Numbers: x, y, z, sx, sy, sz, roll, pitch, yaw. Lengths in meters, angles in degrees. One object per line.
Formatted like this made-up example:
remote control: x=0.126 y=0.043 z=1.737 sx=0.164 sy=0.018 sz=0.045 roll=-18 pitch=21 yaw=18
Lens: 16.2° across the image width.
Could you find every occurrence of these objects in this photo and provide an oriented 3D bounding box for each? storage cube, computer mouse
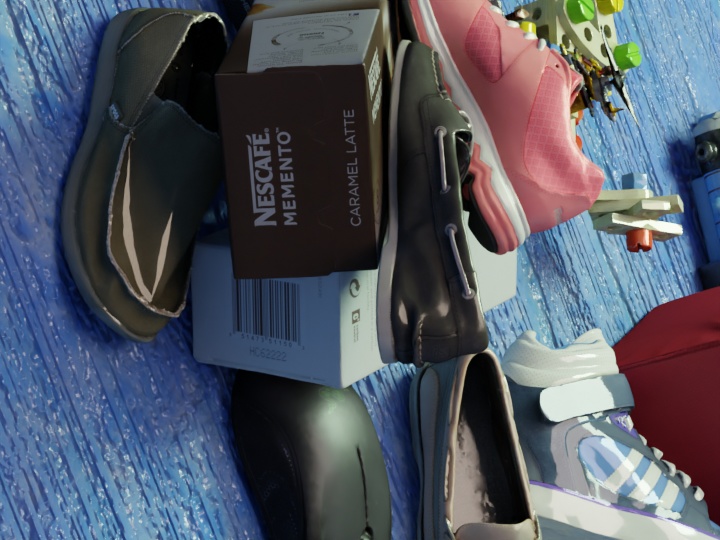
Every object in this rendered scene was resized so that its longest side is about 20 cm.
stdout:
storage cube: x=0.268 y=0.106 z=1.706 sx=0.171 sy=0.179 sz=0.201 roll=-32 pitch=102 yaw=-54
computer mouse: x=-0.009 y=0.131 z=1.422 sx=0.138 sy=0.052 sz=0.201 roll=-27 pitch=98 yaw=-54

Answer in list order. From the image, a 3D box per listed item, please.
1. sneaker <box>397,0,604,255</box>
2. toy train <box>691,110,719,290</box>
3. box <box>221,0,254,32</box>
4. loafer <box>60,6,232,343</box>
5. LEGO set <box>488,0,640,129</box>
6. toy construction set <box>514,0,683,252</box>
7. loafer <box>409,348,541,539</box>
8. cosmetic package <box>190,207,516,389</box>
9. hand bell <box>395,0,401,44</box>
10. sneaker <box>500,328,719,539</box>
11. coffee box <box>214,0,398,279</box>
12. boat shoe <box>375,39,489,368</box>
sneaker: x=0.077 y=-0.109 z=1.424 sx=0.074 sy=0.086 sz=0.201 roll=86 pitch=-15 yaw=-74
toy train: x=0.302 y=-0.035 z=1.896 sx=0.114 sy=0.086 sz=0.201 roll=-6 pitch=81 yaw=-49
box: x=-0.001 y=-0.164 z=1.558 sx=0.200 sy=0.051 sz=0.158 roll=-44 pitch=113 yaw=-51
loafer: x=-0.108 y=-0.059 z=1.350 sx=0.075 sy=0.069 sz=0.201 roll=29 pitch=54 yaw=-45
LEGO set: x=0.109 y=-0.174 z=1.526 sx=0.154 sy=0.115 sz=0.201 roll=-77 pitch=145 yaw=-81
toy construction set: x=0.145 y=-0.102 z=1.709 sx=0.131 sy=0.092 sz=0.201 roll=18 pitch=52 yaw=-50
loafer: x=0.072 y=0.142 z=1.506 sx=0.071 sy=0.063 sz=0.201 roll=-5 pitch=75 yaw=-22
cosmetic package: x=0.000 y=0.000 z=1.435 sx=0.200 sy=0.101 sz=0.072 roll=-25 pitch=119 yaw=-54
hand bell: x=0.001 y=-0.190 z=1.475 sx=0.201 sy=0.104 sz=0.104 roll=62 pitch=35 yaw=-35
sneaker: x=0.169 y=0.111 z=1.617 sx=0.199 sy=0.080 sz=0.147 roll=19 pitch=66 yaw=-24
coffee box: x=-0.023 y=-0.083 z=1.375 sx=0.200 sy=0.079 sz=0.115 roll=-75 pitch=161 yaw=-70
boat shoe: x=0.041 y=-0.035 z=1.323 sx=0.067 sy=0.057 sz=0.201 roll=83 pitch=9 yaw=-54
